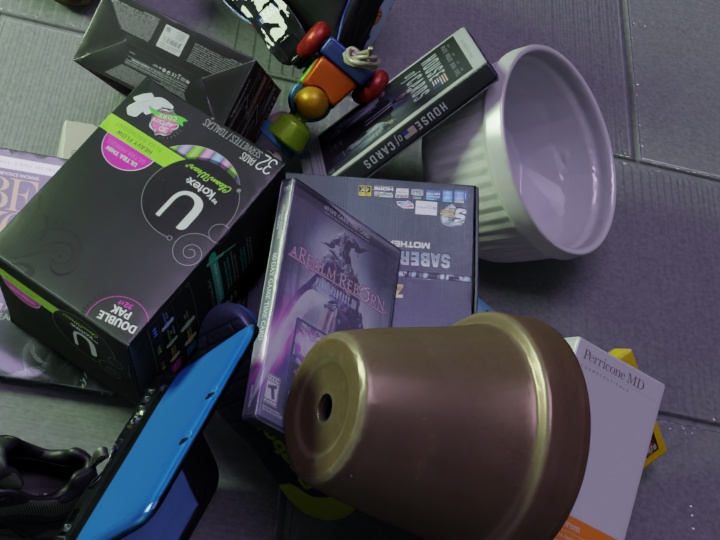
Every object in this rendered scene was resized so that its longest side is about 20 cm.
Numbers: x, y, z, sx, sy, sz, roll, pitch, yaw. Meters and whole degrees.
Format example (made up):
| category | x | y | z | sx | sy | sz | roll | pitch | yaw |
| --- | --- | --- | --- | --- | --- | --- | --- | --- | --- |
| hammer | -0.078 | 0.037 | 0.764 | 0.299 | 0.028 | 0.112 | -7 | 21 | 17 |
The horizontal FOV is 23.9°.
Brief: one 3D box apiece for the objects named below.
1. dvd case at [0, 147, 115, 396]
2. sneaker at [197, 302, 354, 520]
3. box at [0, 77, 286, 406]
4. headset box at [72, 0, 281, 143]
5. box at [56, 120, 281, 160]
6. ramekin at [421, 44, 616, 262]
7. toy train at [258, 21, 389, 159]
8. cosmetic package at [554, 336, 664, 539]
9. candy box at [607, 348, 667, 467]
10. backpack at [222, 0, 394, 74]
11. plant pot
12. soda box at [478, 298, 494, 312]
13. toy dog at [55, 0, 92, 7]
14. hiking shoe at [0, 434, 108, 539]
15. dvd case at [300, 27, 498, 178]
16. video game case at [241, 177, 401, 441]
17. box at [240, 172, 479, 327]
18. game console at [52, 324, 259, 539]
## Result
| category | x | y | z | sx | sy | sz | roll | pitch | yaw |
| --- | --- | --- | --- | --- | --- | --- | --- | --- | --- |
| dvd case | -0.264 | -0.002 | 1.420 | 0.148 | 0.016 | 0.201 | 9 | 68 | -11 |
| sneaker | -0.058 | 0.104 | 1.369 | 0.200 | 0.074 | 0.082 | 58 | 40 | -16 |
| box | -0.172 | -0.021 | 1.357 | 0.148 | 0.124 | 0.200 | 32 | 66 | 16 |
| headset box | -0.162 | -0.177 | 1.563 | 0.149 | 0.200 | 0.077 | 27 | 89 | 5 |
| box | -0.173 | -0.071 | 1.524 | 0.199 | 0.068 | 0.082 | 7 | 54 | -14 |
| ramekin | 0.144 | -0.101 | 1.588 | 0.200 | 0.105 | 0.201 | 20 | 64 | -48 |
| toy train | -0.039 | -0.155 | 1.531 | 0.085 | 0.116 | 0.200 | 38 | 1 | -7 |
| cosmetic package | 0.163 | 0.165 | 1.356 | 0.101 | 0.071 | 0.201 | 28 | 69 | -26 |
| candy box | 0.170 | 0.153 | 1.424 | 0.200 | 0.026 | 0.102 | -29 | 103 | -32 |
| backpack | -0.051 | -0.316 | 1.717 | 0.190 | 0.200 | 0.154 | 33 | 16 | 21 |
| plant pot | 0.043 | 0.115 | 1.266 | 0.174 | 0.200 | 0.201 | 15 | 43 | -30 |
| soda box | 0.034 | 0.023 | 1.519 | 0.200 | 0.064 | 0.068 | 40 | 49 | 17 |
| toy dog | -0.319 | -0.353 | 1.707 | 0.200 | 0.140 | 0.194 | 50 | 16 | 27 |
| hiking shoe | -0.289 | 0.156 | 1.258 | 0.199 | 0.101 | 0.076 | -4 | 49 | -23 |
| dvd case | 0.031 | -0.141 | 1.562 | 0.025 | 0.200 | 0.150 | 50 | 9 | -19 |
| video game case | -0.027 | 0.046 | 1.337 | 0.143 | 0.019 | 0.201 | 33 | 57 | -43 |
| box | 0.000 | 0.000 | 1.451 | 0.199 | 0.051 | 0.158 | 4 | 67 | -1 |
| game console | -0.131 | 0.163 | 1.237 | 0.118 | 0.171 | 0.200 | 0 | 39 | 27 |
